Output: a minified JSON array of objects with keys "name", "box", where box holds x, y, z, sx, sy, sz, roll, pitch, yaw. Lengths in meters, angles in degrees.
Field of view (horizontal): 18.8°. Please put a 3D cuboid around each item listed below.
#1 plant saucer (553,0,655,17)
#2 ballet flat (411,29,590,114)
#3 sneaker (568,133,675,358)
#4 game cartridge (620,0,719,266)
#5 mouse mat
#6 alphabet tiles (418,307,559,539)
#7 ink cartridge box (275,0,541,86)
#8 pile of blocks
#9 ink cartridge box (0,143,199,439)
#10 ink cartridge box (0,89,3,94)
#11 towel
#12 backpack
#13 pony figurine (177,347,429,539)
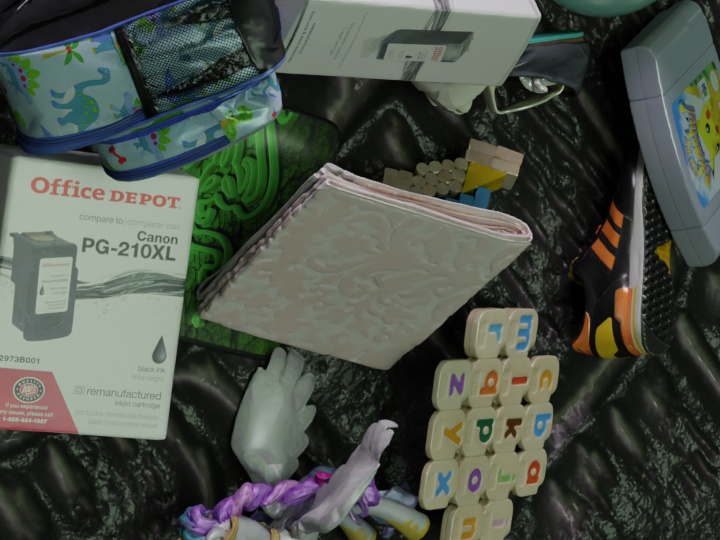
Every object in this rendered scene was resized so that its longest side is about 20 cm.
[{"name":"plant saucer","box":[0.211,-0.310,1.796,0.200,0.027,0.201,-4,100,-25]},{"name":"ballet flat","box":[0.098,-0.159,1.740,0.200,0.073,0.073,-3,100,-29]},{"name":"sneaker","box":[0.214,-0.022,1.818,0.070,0.090,0.201,31,57,-51]},{"name":"game cartridge","box":[0.277,-0.112,1.820,0.133,0.040,0.200,-42,117,-47]},{"name":"mouse mat","box":[-0.107,-0.039,1.690,0.161,0.008,0.201,14,90,-28]},{"name":"alphabet tiles","box":[0.104,0.129,1.771,0.195,0.015,0.201,0,99,-56]},{"name":"ink cartridge box","box":[0.018,-0.221,1.640,0.200,0.146,0.085,2,141,-28]},{"name":"pile of blocks","box":[0.042,-0.041,1.727,0.200,0.062,0.082,-17,66,-22]},{"name":"ink cartridge box","box":[-0.209,0.015,1.599,0.144,0.084,0.201,6,96,-23]},{"name":"ink cartridge box","box":[-0.257,-0.230,1.565,0.119,0.042,0.201,12,90,-29]},{"name":"towel","box":[0.000,0.000,1.658,0.191,0.200,0.032,16,50,-30]},{"name":"backpack","box":[-0.153,-0.148,1.504,0.199,0.183,0.147,-18,113,2]},{"name":"pony figurine","box":[-0.039,0.185,1.694,0.200,0.166,0.193,32,91,-42]}]
